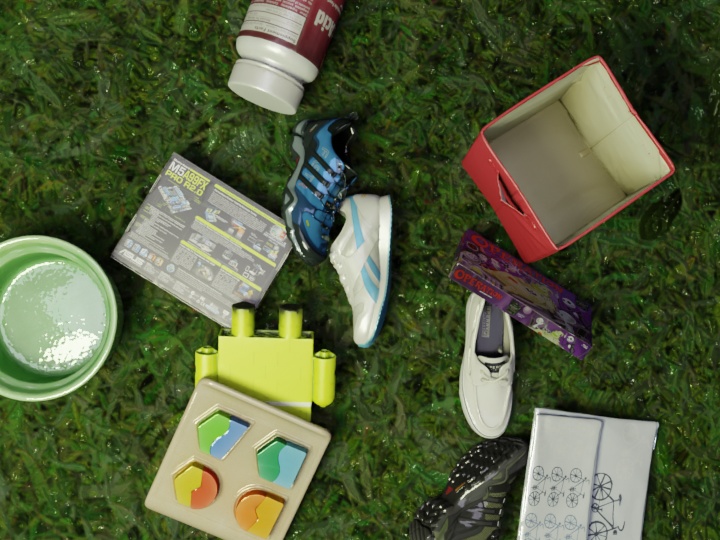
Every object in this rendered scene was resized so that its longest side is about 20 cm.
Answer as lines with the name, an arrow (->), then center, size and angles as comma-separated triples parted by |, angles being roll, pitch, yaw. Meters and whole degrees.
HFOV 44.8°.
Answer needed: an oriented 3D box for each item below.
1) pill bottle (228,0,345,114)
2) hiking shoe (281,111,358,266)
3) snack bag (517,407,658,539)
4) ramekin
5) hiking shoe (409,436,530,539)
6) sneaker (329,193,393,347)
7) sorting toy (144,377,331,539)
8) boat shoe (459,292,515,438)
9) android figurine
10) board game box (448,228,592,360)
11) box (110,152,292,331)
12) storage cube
pill bottle -> -0.092, -0.314, 1.131 | 0.113, 0.114, 0.202 | 21, 87, -2
hiking shoe -> -0.048, -0.107, 1.114 | 0.086, 0.074, 0.202 | -8, 73, 29
snack bag -> 0.303, 0.285, 1.151 | 0.198, 0.021, 0.191 | 9, 88, -19
ramekin -> -0.397, 0.059, 1.105 | 0.198, 0.098, 0.202 | 0, 87, -3
hiking shoe -> 0.156, 0.307, 1.149 | 0.200, 0.076, 0.101 | -41, 113, -10
sneaker -> 0.000, 0.000, 1.148 | 0.080, 0.077, 0.202 | 2, 81, 4
sorting toy -> -0.156, 0.256, 1.109 | 0.184, 0.037, 0.201 | 24, 102, -8
boat shoe -> 0.172, 0.121, 1.151 | 0.071, 0.066, 0.202 | 4, 87, -3
android figurine -> -0.122, 0.141, 1.123 | 0.180, 0.041, 0.202 | 4, 104, -4
board game box -> 0.210, 0.027, 1.135 | 0.199, 0.120, 0.032 | 32, 113, -2
box -> -0.199, -0.034, 1.148 | 0.199, 0.044, 0.161 | 31, 86, -2
storage cube -> 0.250, -0.131, 1.106 | 0.199, 0.180, 0.172 | -33, 86, -3
